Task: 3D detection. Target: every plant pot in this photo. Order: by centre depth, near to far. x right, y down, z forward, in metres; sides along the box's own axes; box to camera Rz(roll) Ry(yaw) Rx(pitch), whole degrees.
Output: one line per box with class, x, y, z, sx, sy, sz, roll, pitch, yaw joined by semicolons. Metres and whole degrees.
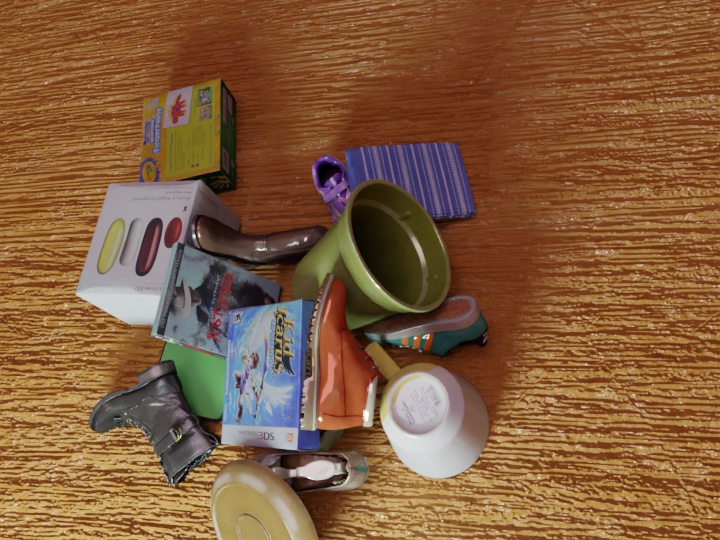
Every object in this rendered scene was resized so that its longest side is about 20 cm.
plant pot;-0.139;0.356;0.937;0.197;0.027;0.204;14;114;33
plant pot;0.000;0.000;1.007;0.183;0.198;0.204;-32;57;40

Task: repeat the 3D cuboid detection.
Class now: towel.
towel;0.078;-0.140;1.108;0.196;0.024;0.147;-5;64;-12

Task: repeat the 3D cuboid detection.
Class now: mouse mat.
mouse mat;-0.265;0.139;1.140;0.158;0.008;0.204;6;72;24

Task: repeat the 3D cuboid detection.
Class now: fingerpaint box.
fingerpaint box;-0.319;-0.237;1.278;0.164;0.073;0.204;-11;65;12

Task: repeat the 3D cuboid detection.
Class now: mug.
mug;0.076;0.192;0.937;0.183;0.153;0.152;12;73;21

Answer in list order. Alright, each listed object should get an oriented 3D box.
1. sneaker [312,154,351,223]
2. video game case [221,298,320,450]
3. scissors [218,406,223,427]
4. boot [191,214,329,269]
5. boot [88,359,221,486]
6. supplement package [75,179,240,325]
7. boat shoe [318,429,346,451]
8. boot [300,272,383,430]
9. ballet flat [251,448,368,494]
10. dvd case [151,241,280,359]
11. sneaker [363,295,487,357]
sneaker;-0.024;-0.114;1.129;0.080;0.089;0.202;-33;64;0
video game case;-0.130;0.151;0.990;0.179;0.045;0.204;-10;75;44
scissors;-0.148;0.176;1.090;0.073;0.014;0.201;33;83;28
boot;-0.144;-0.052;1.088;0.196;0.186;0.066;-4;76;18
boot;-0.328;0.259;1.085;0.199;0.069;0.176;-36;73;14
supplement package;-0.332;-0.026;1.149;0.188;0.147;0.204;0;67;21
boat shoe;-0.059;0.229;1.009;0.060;0.072;0.202;36;85;22
boot;-0.021;0.106;0.898;0.105;0.075;0.204;4;83;-3
ballet flat;-0.088;0.274;0.939;0.196;0.067;0.069;-13;74;15
dvd case;-0.217;0.059;1.067;0.022;0.198;0.149;-14;59;46
sneaker;0.096;0.094;1.018;0.197;0.081;0.072;-9;34;37
